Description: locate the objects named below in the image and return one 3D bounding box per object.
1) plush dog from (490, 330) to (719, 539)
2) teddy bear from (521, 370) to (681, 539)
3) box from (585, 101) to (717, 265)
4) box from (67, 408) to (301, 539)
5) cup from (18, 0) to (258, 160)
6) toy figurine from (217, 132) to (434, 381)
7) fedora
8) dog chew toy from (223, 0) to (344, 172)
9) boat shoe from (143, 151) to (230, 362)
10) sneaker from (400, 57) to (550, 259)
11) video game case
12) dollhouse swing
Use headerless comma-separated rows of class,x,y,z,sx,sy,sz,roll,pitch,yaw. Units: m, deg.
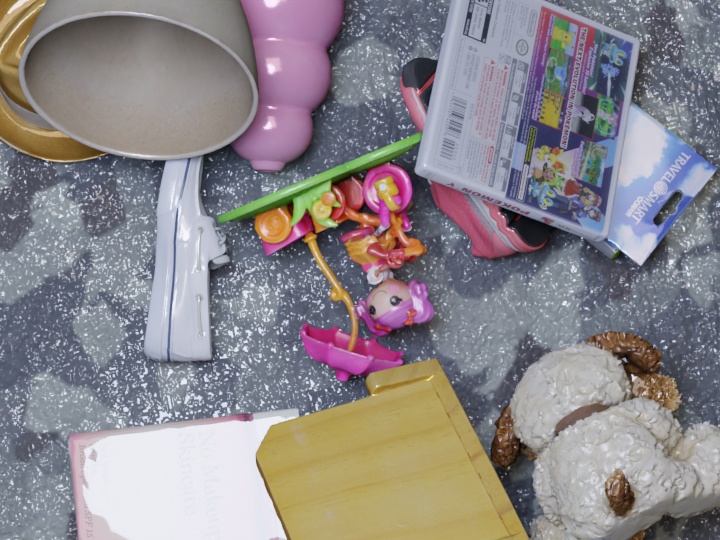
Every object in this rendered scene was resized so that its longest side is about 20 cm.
plush dog,0.190,0.142,1.553,0.200,0.160,0.172,-35,59,8
teddy bear,0.214,0.177,1.641,0.145,0.067,0.201,-6,86,8
box,0.206,-0.105,1.693,0.200,0.048,0.122,38,82,7
box,-0.141,0.195,1.607,0.199,0.109,0.128,-7,79,-1
cup,-0.179,-0.208,1.585,0.200,0.200,0.144,4,58,1
toy figurine,0.000,0.000,1.632,0.200,0.150,0.185,-22,93,20
fedora,-0.265,-0.197,1.691,0.200,0.082,0.201,0,79,1
dog chew toy,-0.079,-0.189,1.676,0.124,0.125,0.201,3,88,1
boat shoe,-0.148,-0.016,1.670,0.067,0.074,0.201,6,92,1
sneaker,0.082,-0.091,1.657,0.074,0.087,0.200,-39,99,-43
video game case,0.149,-0.144,1.628,0.182,0.023,0.201,20,66,-17
dollhouse swing,0.032,0.207,1.545,0.175,0.182,0.200,-25,54,-3
